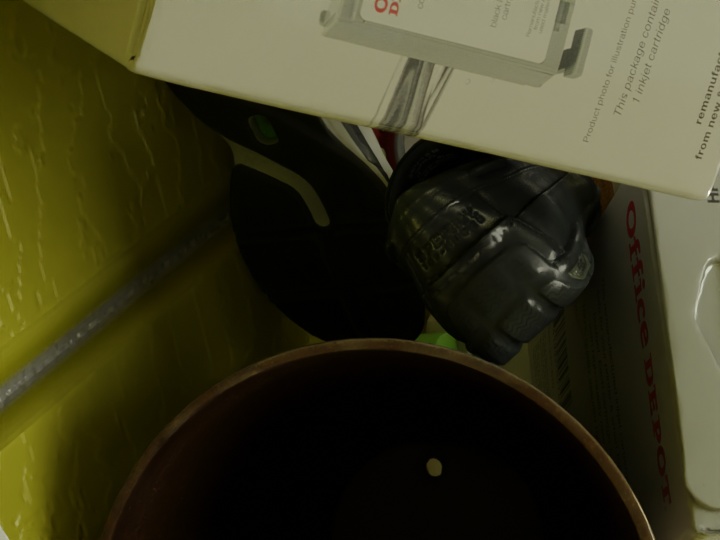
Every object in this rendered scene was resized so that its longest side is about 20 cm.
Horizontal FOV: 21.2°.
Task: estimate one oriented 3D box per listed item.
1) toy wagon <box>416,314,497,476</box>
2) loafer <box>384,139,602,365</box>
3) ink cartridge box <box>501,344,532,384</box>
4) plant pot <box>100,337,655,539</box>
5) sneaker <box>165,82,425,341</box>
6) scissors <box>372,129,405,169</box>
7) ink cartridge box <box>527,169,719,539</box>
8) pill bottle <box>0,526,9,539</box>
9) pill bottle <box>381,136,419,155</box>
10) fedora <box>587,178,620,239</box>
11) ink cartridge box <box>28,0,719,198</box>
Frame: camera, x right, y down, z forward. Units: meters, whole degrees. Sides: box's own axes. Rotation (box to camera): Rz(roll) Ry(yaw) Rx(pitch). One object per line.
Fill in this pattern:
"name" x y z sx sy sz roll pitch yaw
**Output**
"toy wagon" 0.062 0.068 0.934 0.200 0.040 0.155 28 61 -61
"loafer" 0.045 -0.022 0.698 0.070 0.068 0.201 46 11 -3
"ink cartridge box" 0.122 0.140 0.906 0.147 0.083 0.200 35 56 -58
"plant pot" 0.019 0.115 0.703 0.200 0.187 0.187 1 86 -81
"sneaker" -0.010 -0.070 0.759 0.201 0.076 0.115 64 34 -33
"scissors" 0.000 0.000 0.830 0.014 0.073 0.200 -58 162 -66
"ink cartridge box" 0.130 0.055 0.741 0.200 0.085 0.145 106 -18 -67
"pill bottle" -0.155 0.112 0.377 0.200 0.114 0.114 -43 125 -59
"pill bottle" 0.052 -0.150 0.861 0.112 0.112 0.200 21 68 -63
"fedora" 0.125 -0.043 0.936 0.201 0.082 0.201 -8 90 -72
"ink cartridge box" 0.003 -0.095 0.595 0.200 0.147 0.083 10 103 -30
